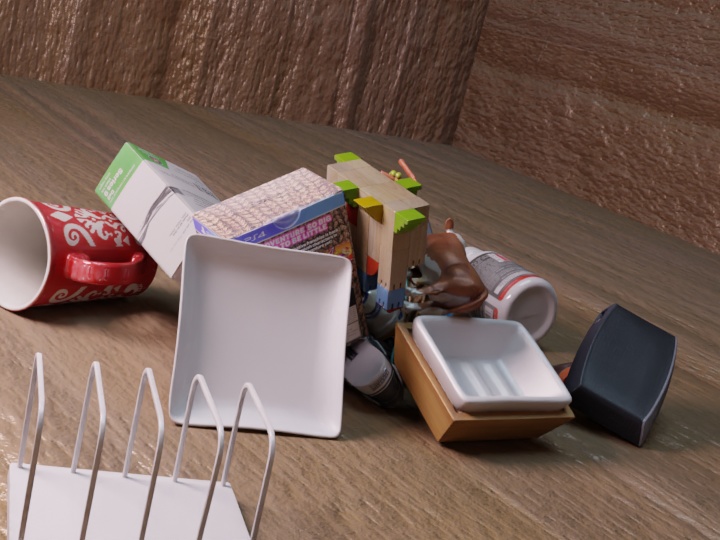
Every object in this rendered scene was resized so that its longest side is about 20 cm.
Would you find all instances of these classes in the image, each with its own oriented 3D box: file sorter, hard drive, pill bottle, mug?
[{"bbox_3d":[-0.179,0.156,0.910,0.197,0.127,0.139,10,15,-20],"label":"file sorter"},{"bbox_3d":[0.361,0.134,1.512,0.134,0.043,0.201,30,45,8],"label":"hard drive"},{"bbox_3d":[0.223,0.036,1.811,0.114,0.118,0.200,6,17,-30],"label":"pill bottle"},{"bbox_3d":[-0.350,-0.005,1.401,0.178,0.134,0.199,45,22,25],"label":"mug"}]

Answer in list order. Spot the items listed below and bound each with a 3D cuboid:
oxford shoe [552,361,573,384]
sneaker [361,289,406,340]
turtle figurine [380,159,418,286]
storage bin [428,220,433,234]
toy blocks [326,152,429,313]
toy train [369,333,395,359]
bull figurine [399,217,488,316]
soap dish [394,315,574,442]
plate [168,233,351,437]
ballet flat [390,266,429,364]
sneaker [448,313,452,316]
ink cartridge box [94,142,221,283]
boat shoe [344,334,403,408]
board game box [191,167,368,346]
[{"bbox_3d":[0.351,0.155,1.585,0.197,0.073,0.072,8,10,-25],"label":"oxford shoe"},{"bbox_3d":[0.000,0.000,1.492,0.088,0.075,0.201,47,9,-42],"label":"sneaker"},{"bbox_3d":[0.020,-0.078,1.509,0.160,0.203,0.064,19,-34,-39],"label":"turtle figurine"},{"bbox_3d":[0.044,-0.010,1.649,0.198,0.137,0.145,-1,-16,-44],"label":"storage bin"},{"bbox_3d":[0.015,-0.041,1.337,0.099,0.139,0.200,-13,32,-30],"label":"toy blocks"},{"bbox_3d":[-0.021,0.063,1.513,0.198,0.034,0.046,31,24,-7],"label":"toy train"},{"bbox_3d":[0.094,-0.003,1.412,0.119,0.066,0.200,-12,25,-8],"label":"bull figurine"},{"bbox_3d":[0.144,0.133,1.343,0.197,0.082,0.158,4,40,-36],"label":"soap dish"},{"bbox_3d":[-0.109,0.074,1.208,0.197,0.204,0.032,9,-11,-24],"label":"plate"},{"bbox_3d":[0.088,0.062,1.496,0.071,0.068,0.202,-1,46,13],"label":"ballet flat"},{"bbox_3d":[0.163,0.110,1.497,0.198,0.083,0.073,24,-11,27],"label":"sneaker"},{"bbox_3d":[-0.225,-0.059,1.413,0.200,0.084,0.145,44,10,34],"label":"ink cartridge box"},{"bbox_3d":[-0.001,0.111,1.400,0.068,0.072,0.200,48,-5,-31],"label":"boat shoe"},{"bbox_3d":[-0.093,0.008,1.320,0.158,0.203,0.096,-24,31,-25],"label":"board game box"}]
